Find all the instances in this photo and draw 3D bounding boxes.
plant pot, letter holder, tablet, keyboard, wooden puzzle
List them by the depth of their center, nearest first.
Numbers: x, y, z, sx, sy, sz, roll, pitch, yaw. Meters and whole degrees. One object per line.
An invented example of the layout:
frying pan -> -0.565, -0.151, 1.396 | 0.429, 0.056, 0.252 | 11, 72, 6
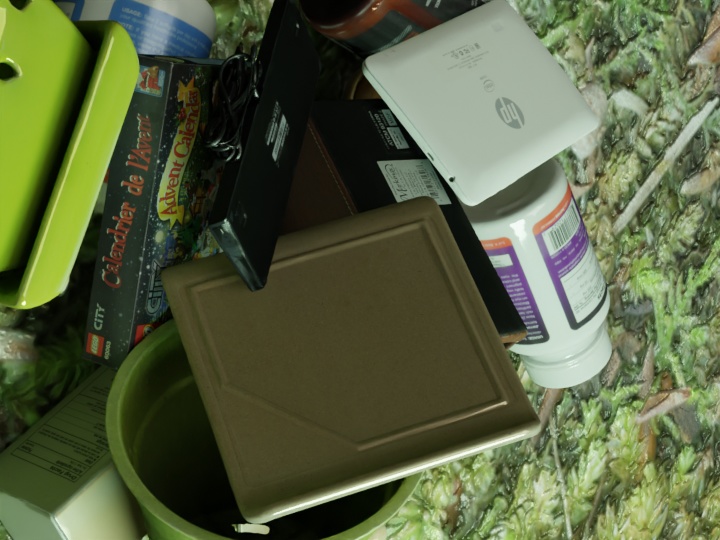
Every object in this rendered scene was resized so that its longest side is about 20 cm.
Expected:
plant pot -> -0.248, -0.085, 0.919 | 0.181, 0.199, 0.200 | 21, 85, -29
wooden puzzle -> -0.010, 0.051, 0.978 | 0.185, 0.200, 0.037 | -16, 143, -11
keyboard -> -0.072, -0.092, 1.007 | 0.104, 0.040, 0.200 | 67, 27, -47
plant pot -> -0.068, 0.154, 1.045 | 0.200, 0.200, 0.190 | -34, 151, -35
letter holder -> 0.000, 0.000, 1.135 | 0.101, 0.142, 0.200 | -8, 63, -43
tablet -> 0.094, -0.130, 1.184 | 0.130, 0.014, 0.200 | 53, 42, 4

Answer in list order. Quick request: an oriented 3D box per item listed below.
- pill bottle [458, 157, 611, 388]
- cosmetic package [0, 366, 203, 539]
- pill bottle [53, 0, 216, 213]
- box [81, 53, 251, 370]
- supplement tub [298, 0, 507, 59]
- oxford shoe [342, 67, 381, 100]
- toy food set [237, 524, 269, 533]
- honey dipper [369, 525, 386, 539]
pill bottle -> 0.156, 0.004, 1.418 | 0.111, 0.111, 0.200 | -44, 126, -29
cosmetic package -> -0.162, 0.120, 1.139 | 0.200, 0.105, 0.071 | -42, 126, -28
pill bottle -> -0.161, -0.141, 1.080 | 0.112, 0.112, 0.200 | 21, 84, -44
box -> -0.114, -0.040, 1.055 | 0.137, 0.038, 0.200 | -10, 113, -61
supplement tub -> 0.051, -0.201, 1.278 | 0.200, 0.107, 0.107 | 25, 80, -44
oxford shoe -> 0.042, -0.066, 1.239 | 0.071, 0.071, 0.200 | -36, 118, -34
toy food set -> 0.000, 0.159, 1.266 | 0.143, 0.200, 0.060 | -18, 66, -40
honey dipper -> 0.015, 0.110, 1.151 | 0.038, 0.038, 0.200 | 43, 42, -40
